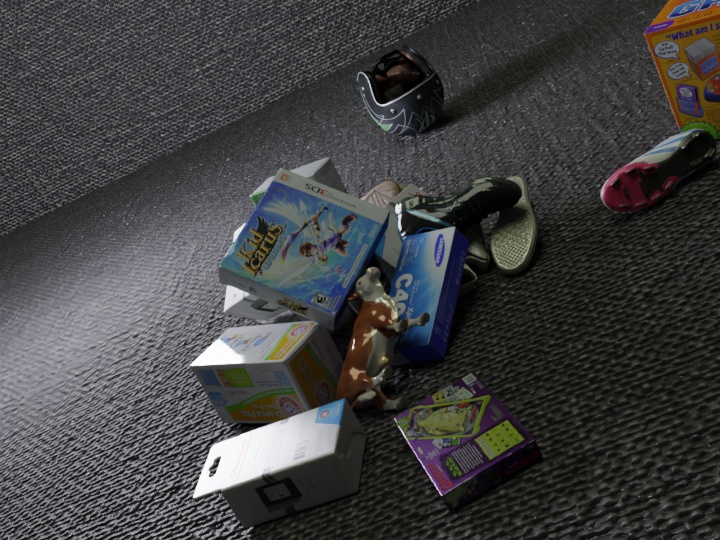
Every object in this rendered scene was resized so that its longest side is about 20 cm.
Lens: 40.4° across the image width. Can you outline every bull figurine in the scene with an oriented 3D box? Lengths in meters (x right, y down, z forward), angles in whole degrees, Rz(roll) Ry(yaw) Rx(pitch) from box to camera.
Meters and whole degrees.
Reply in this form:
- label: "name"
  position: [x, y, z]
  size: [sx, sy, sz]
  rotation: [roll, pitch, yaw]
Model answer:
- label: "bull figurine"
  position: [0.024, 0.096, 1.321]
  size: [0.121, 0.065, 0.200]
  rotation: [1, 76, 52]

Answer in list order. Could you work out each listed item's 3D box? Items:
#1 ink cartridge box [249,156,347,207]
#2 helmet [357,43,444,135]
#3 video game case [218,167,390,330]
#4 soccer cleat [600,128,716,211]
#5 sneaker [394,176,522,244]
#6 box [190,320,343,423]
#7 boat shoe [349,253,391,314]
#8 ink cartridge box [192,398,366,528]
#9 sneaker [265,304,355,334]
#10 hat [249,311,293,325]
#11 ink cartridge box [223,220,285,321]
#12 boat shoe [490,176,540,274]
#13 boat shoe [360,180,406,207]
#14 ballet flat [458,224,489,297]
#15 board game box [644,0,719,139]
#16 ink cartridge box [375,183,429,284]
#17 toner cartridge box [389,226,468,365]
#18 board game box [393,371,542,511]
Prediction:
- label: "ink cartridge box"
  position: [-0.084, -0.084, 1.771]
  size: [0.146, 0.200, 0.084]
  rotation: [-14, 22, 30]
- label: "helmet"
  position: [0.102, -0.408, 2.280]
  size: [0.200, 0.191, 0.200]
  rotation: [-33, -16, -11]
- label: "video game case"
  position: [-0.078, -0.036, 1.405]
  size: [0.181, 0.045, 0.200]
  rotation: [22, 58, 10]
- label: "soccer cleat"
  position: [0.439, -0.145, 1.464]
  size: [0.200, 0.070, 0.086]
  rotation: [-29, 5, -8]
- label: "sneaker"
  position: [0.152, -0.082, 1.495]
  size: [0.200, 0.073, 0.082]
  rotation: [-15, 54, 18]
- label: "box"
  position: [-0.129, 0.149, 1.418]
  size: [0.200, 0.113, 0.101]
  rotation: [-8, 27, 41]
- label: "boat shoe"
  position: [0.000, 0.000, 1.479]
  size: [0.067, 0.200, 0.057]
  rotation: [-27, -10, -23]
- label: "ink cartridge box"
  position: [-0.099, 0.246, 1.226]
  size: [0.200, 0.067, 0.116]
  rotation: [-21, 23, 17]
- label: "sneaker"
  position: [-0.089, 0.104, 1.550]
  size: [0.200, 0.075, 0.082]
  rotation: [-32, 28, 21]
- label: "hat"
  position: [-0.111, 0.030, 1.690]
  size: [0.200, 0.081, 0.201]
  rotation: [-17, 51, 22]
- label: "ink cartridge box"
  position: [-0.142, -0.012, 1.551]
  size: [0.200, 0.084, 0.146]
  rotation: [151, 128, -62]
- label: "boat shoe"
  position: [0.242, -0.063, 1.516]
  size: [0.074, 0.062, 0.200]
  rotation: [-15, 40, 20]
- label: "boat shoe"
  position: [0.011, -0.109, 1.906]
  size: [0.200, 0.071, 0.064]
  rotation: [-25, -15, 30]
- label: "ballet flat"
  position: [0.152, -0.002, 1.499]
  size: [0.075, 0.068, 0.200]
  rotation: [19, 54, 34]
- label: "board game box"
  position: [0.595, -0.344, 1.517]
  size: [0.200, 0.200, 0.200]
  rotation: [-6, 31, 42]
- label: "ink cartridge box"
  position: [0.086, -0.061, 1.590]
  size: [0.116, 0.067, 0.200]
  rotation: [36, 57, 17]
- label: "toner cartridge box"
  position: [0.089, 0.036, 1.403]
  size: [0.095, 0.043, 0.200]
  rotation: [-11, 50, 36]
- label: "board game box"
  position: [0.119, 0.192, 1.137]
  size: [0.120, 0.032, 0.200]
  rotation: [-26, 20, -5]
